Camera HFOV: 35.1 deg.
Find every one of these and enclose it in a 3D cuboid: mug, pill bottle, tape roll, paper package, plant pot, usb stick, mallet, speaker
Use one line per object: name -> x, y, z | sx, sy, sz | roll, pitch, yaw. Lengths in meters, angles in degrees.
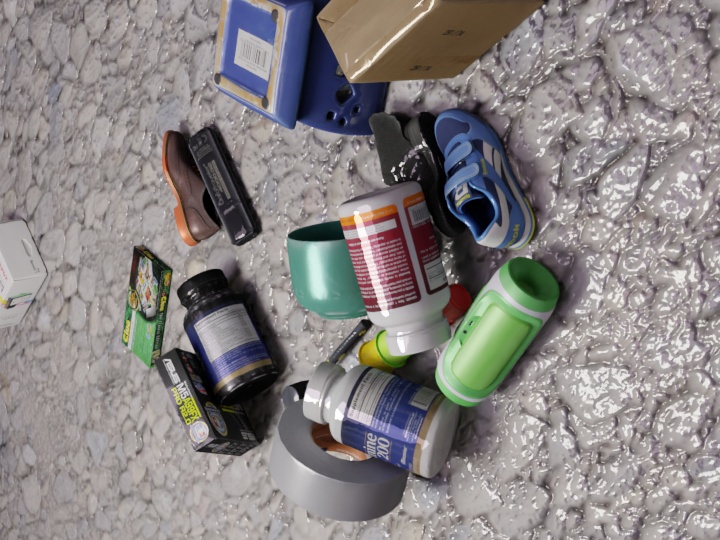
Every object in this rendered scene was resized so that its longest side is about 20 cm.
mug -> -0.011, 0.002, 1.549 | 0.183, 0.151, 0.117 | 8, 108, 46
pill bottle -> 0.026, 0.194, 1.539 | 0.197, 0.111, 0.113 | 19, 115, 19
tape roll -> -0.026, 0.259, 1.592 | 0.199, 0.198, 0.067 | 37, 124, 36
paper package -> 0.082, -0.310, 1.335 | 0.190, 0.198, 0.105 | -34, 75, 45
plant pot -> -0.085, -0.302, 1.537 | 0.199, 0.178, 0.203 | 32, 121, 38
pill bottle -> -0.219, 0.105, 1.833 | 0.112, 0.111, 0.202 | -44, 67, 44
usb stick -> -0.221, -0.135, 1.831 | 0.055, 0.032, 0.203 | -32, 75, 23
pill bottle -> 0.049, -0.002, 1.437 | 0.112, 0.112, 0.204 | -9, 100, 48
mallet -> -0.052, 0.141, 1.692 | 0.041, 0.065, 0.201 | 54, 133, 21
speaker -> 0.168, 0.079, 1.421 | 0.089, 0.087, 0.201 | 51, 132, 26

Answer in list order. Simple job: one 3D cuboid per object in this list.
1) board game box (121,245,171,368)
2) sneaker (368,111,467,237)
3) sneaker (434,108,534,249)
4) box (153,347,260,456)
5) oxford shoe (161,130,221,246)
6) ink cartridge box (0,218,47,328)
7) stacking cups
board game box -> -0.393, 0.067, 2.083 | 0.104, 0.023, 0.203 | 34, 122, 36
sneaker -> 0.074, -0.127, 1.497 | 0.104, 0.059, 0.203 | -27, 74, 47
sneaker -> 0.140, -0.116, 1.406 | 0.074, 0.081, 0.202 | -48, 63, 44
box -> -0.245, 0.215, 1.836 | 0.044, 0.200, 0.162 | -31, 72, 8
oxford shoe -> -0.277, -0.145, 1.887 | 0.071, 0.071, 0.204 | -20, 77, 17
ink cartridge box -> -0.759, 0.009, 2.427 | 0.200, 0.083, 0.146 | -47, 65, 42
stacking cups -> 0.073, 0.077, 1.547 | 0.200, 0.060, 0.061 | -44, 67, 41
